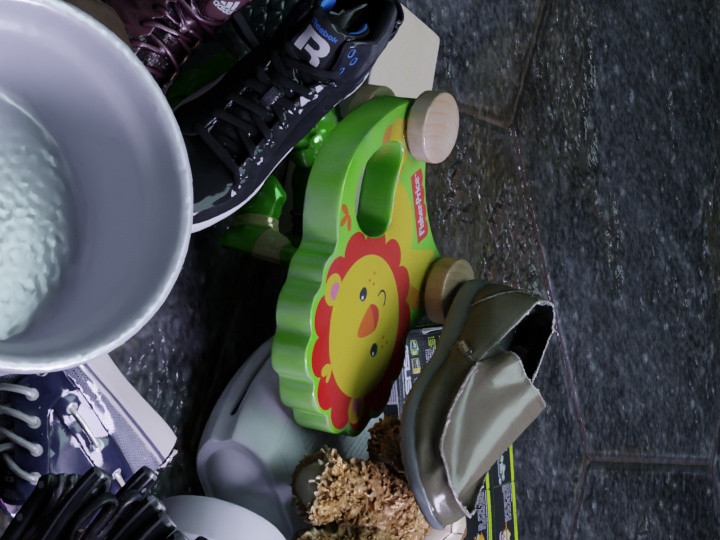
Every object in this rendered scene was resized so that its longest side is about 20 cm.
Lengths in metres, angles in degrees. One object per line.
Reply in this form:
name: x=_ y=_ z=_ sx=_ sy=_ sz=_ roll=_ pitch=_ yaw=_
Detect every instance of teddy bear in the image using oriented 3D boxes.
teddy bear: x=0.014 y=0.165 z=1.366 sx=0.200 sy=0.067 sz=0.145 roll=37 pitch=61 yaw=-58

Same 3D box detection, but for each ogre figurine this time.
ogre figurine: x=-0.077 y=-0.075 z=1.358 sx=0.200 sy=0.098 sz=0.120 roll=19 pitch=82 yaw=-26

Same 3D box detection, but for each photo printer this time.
photo printer: x=-0.036 y=0.144 z=1.430 sx=0.166 sy=0.069 sz=0.200 roll=-52 pitch=131 yaw=-50

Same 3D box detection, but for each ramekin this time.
ramekin: x=-0.196 y=-0.038 z=1.071 sx=0.200 sy=0.098 sz=0.201 roll=10 pitch=72 yaw=-32

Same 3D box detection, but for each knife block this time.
knife block: x=-0.156 y=0.203 z=1.105 sx=0.064 sy=0.176 sz=0.200 roll=11 pitch=78 yaw=-59

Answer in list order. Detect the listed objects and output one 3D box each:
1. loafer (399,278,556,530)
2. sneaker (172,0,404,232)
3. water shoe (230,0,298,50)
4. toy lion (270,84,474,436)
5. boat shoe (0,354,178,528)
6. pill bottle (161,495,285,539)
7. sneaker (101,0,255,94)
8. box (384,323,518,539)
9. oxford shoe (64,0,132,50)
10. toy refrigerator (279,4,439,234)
loafer: x=0.080 y=0.081 z=1.359 sx=0.075 sy=0.070 sz=0.200 roll=60 pitch=36 yaw=-40
sneaker: x=-0.054 y=-0.112 z=1.255 sx=0.073 sy=0.112 sz=0.200 roll=43 pitch=61 yaw=1
water shoe: x=-0.090 y=-0.215 z=1.383 sx=0.071 sy=0.079 sz=0.200 roll=-30 pitch=99 yaw=-11
toy lion: x=0.000 y=0.000 z=1.366 sx=0.192 sy=0.069 sz=0.200 roll=-41 pitch=133 yaw=-49
boat shoe: x=-0.186 y=0.080 z=1.173 sx=0.200 sy=0.075 sz=0.093 roll=50 pitch=58 yaw=-34
pill bottle: x=-0.112 y=0.242 z=1.242 sx=0.114 sy=0.114 sz=0.200 roll=55 pitch=42 yaw=-43
sneaker: x=-0.119 y=-0.145 z=1.262 sx=0.076 sy=0.115 sz=0.200 roll=46 pitch=49 yaw=-49
box: x=0.061 y=0.140 z=1.629 sx=0.193 sy=0.048 sz=0.200 roll=-6 pitch=92 yaw=-63
oxford shoe: x=-0.208 y=-0.146 z=1.160 sx=0.200 sy=0.073 sz=0.084 roll=24 pitch=48 yaw=-49
toy refrigerator: x=-0.004 y=-0.094 z=1.513 sx=0.076 sy=0.070 sz=0.200 roll=34 pitch=58 yaw=-47
